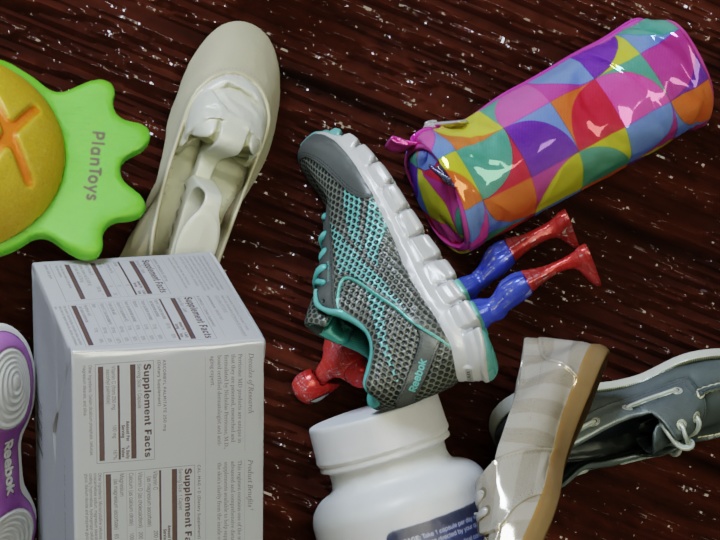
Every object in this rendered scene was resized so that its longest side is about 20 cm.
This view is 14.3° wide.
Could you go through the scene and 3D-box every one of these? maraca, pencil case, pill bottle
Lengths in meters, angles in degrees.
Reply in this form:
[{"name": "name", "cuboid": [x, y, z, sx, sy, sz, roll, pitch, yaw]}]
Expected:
[{"name": "maraca", "cuboid": [-0.224, -0.066, 1.672, 0.200, 0.107, 0.137, 5, 71, -6]}, {"name": "pencil case", "cuboid": [0.121, -0.087, 1.782, 0.200, 0.088, 0.088, -26, 95, -15]}, {"name": "pill bottle", "cuboid": [0.036, 0.180, 1.734, 0.111, 0.111, 0.200, -17, 93, -15]}]

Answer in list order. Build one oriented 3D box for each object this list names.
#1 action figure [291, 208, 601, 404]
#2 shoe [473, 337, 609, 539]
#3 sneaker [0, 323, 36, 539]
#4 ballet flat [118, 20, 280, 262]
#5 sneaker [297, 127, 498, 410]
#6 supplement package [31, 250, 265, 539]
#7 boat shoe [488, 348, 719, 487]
[{"name": "action figure", "cuboid": [0.049, 0.032, 1.765, 0.200, 0.065, 0.052, -24, 136, -1]}, {"name": "shoe", "cuboid": [0.094, 0.122, 1.700, 0.053, 0.070, 0.200, 21, 56, 4]}, {"name": "sneaker", "cuboid": [-0.244, 0.119, 1.692, 0.075, 0.100, 0.200, -12, 113, -55]}, {"name": "ballet flat", "cuboid": [-0.091, -0.058, 1.733, 0.069, 0.069, 0.200, 20, 83, -13]}, {"name": "sneaker", "cuboid": [0.000, 0.000, 1.718, 0.091, 0.078, 0.200, -29, 59, -6]}, {"name": "supplement package", "cuboid": [-0.123, 0.108, 1.643, 0.111, 0.156, 0.200, -3, 110, -14]}, {"name": "boat shoe", "cuboid": [0.183, 0.100, 1.787, 0.200, 0.062, 0.073, -9, 134, -9]}]
